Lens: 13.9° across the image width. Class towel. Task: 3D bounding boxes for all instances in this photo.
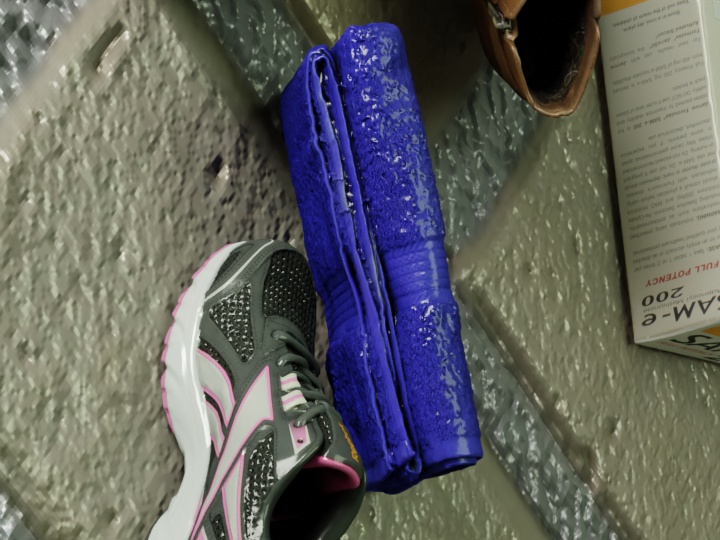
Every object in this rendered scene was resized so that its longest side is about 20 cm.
[{"bbox_3d":[0.000,0.000,1.320,0.049,0.148,0.201,-8,82,-15],"label":"towel"}]

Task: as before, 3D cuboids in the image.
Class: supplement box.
[{"bbox_3d":[0.201,-0.054,1.642,0.126,0.073,0.201,14,66,-50],"label":"supplement box"}]

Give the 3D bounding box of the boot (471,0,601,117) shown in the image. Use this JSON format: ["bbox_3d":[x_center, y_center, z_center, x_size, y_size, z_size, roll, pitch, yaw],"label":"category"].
[{"bbox_3d":[0.078,-0.181,1.452,0.155,0.076,0.201,-101,-170,-69],"label":"boot"}]

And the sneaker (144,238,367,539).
[{"bbox_3d":[-0.032,0.077,1.268,0.080,0.086,0.201,34,50,-44],"label":"sneaker"}]
